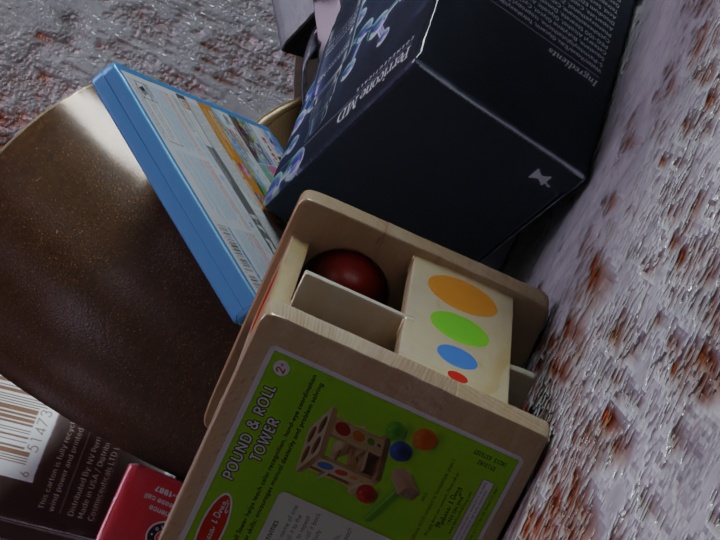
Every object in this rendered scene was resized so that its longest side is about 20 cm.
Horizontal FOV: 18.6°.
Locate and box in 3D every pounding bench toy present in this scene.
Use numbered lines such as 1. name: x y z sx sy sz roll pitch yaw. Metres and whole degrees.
1. pounding bench toy: -0.014 0.093 0.963 0.156 0.123 0.201 -77 11 -67

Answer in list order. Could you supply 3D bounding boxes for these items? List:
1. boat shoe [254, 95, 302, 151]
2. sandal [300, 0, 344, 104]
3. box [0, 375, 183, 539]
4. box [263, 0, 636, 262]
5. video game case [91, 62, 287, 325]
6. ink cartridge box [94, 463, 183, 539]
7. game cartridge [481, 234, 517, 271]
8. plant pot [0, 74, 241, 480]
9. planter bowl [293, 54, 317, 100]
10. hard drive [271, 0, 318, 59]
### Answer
1. boat shoe: 0.004 -0.068 1.307 0.063 0.199 0.074 -21 80 49
2. sandal: -0.004 -0.119 1.241 0.043 0.076 0.202 -15 72 45
3. box: -0.188 0.146 1.425 0.201 0.163 0.167 95 -170 -53
4. box: 0.053 -0.109 1.130 0.148 0.107 0.201 -40 24 46
5. video game case: -0.054 -0.027 1.117 0.018 0.144 0.200 -36 -16 13
6. ink cartridge box: -0.095 0.220 1.147 0.084 0.143 0.201 138 156 -82
7. game cartridge: 0.044 0.013 1.264 0.134 0.041 0.201 -78 12 -50
8. plant pot: -0.099 0.027 1.191 0.187 0.200 0.187 -40 -24 -22
9. planter bowl: 0.037 -0.200 1.632 0.200 0.134 0.202 12 -90 -83
10. hard drive: -0.016 -0.251 1.354 0.139 0.033 0.201 -42 48 41
